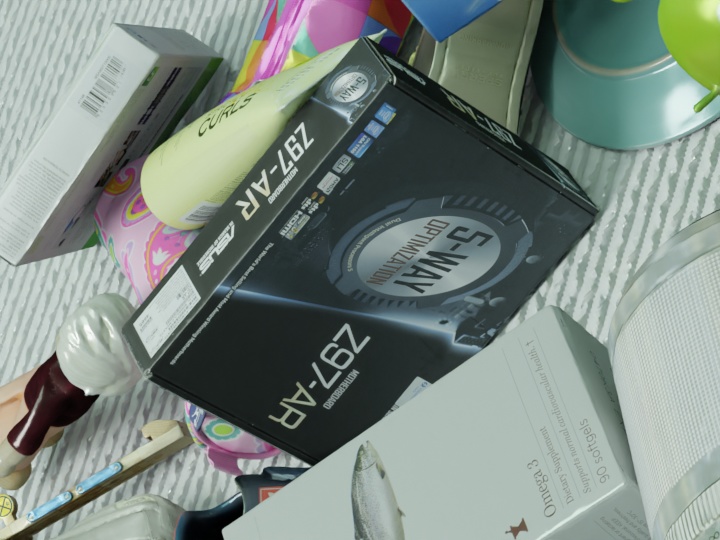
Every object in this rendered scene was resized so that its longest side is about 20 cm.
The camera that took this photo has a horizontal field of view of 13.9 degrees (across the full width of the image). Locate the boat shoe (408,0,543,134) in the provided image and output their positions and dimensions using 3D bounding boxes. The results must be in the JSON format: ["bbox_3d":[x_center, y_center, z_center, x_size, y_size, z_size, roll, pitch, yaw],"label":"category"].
[{"bbox_3d":[0.052,-0.086,1.572,0.060,0.071,0.201,-70,-5,-87],"label":"boat shoe"}]

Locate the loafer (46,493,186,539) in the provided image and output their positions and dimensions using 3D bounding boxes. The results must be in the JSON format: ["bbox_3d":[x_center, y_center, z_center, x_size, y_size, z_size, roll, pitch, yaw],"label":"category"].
[{"bbox_3d":[-0.172,0.189,1.643,0.199,0.070,0.070,-30,40,32],"label":"loafer"}]

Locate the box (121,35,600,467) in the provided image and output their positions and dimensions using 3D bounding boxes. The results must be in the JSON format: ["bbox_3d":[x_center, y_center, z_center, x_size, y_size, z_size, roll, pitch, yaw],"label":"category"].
[{"bbox_3d":[0.000,0.000,1.499,0.200,0.160,0.044,-49,39,13],"label":"box"}]

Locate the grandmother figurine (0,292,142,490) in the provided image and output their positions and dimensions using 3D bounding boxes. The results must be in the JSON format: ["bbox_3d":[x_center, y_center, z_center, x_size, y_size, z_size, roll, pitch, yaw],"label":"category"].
[{"bbox_3d":[-0.170,0.066,1.656,0.200,0.060,0.122,-44,16,57],"label":"grandmother figurine"}]

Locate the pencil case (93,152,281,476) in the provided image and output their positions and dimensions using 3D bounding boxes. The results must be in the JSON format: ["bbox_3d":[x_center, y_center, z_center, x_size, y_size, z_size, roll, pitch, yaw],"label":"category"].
[{"bbox_3d":[-0.086,0.020,1.640,0.087,0.087,0.200,-46,43,17],"label":"pencil case"}]

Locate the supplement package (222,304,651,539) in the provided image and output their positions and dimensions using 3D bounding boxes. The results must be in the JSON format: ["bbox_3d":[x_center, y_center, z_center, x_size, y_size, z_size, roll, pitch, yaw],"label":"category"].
[{"bbox_3d":[0.056,0.133,1.373,0.200,0.117,0.117,-35,46,15],"label":"supplement package"}]

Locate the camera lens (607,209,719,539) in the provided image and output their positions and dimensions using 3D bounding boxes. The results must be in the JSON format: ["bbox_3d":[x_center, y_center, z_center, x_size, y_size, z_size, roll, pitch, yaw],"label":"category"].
[{"bbox_3d":[0.196,0.079,1.242,0.160,0.160,0.201,-34,46,29],"label":"camera lens"}]

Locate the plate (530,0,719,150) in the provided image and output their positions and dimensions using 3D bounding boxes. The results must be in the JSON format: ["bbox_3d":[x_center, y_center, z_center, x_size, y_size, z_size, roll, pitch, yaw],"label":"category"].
[{"bbox_3d":[0.158,-0.158,1.529,0.200,0.026,0.201,-25,52,36],"label":"plate"}]

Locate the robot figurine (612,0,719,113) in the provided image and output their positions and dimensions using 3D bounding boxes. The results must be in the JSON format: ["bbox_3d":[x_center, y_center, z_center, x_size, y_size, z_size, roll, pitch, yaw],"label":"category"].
[{"bbox_3d":[0.199,-0.168,1.411,0.174,0.116,0.201,-1,72,10],"label":"robot figurine"}]

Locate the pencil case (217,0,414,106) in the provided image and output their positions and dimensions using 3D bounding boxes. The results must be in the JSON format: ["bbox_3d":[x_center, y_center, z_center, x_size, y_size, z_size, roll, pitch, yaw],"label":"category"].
[{"bbox_3d":[-0.010,-0.150,1.660,0.088,0.088,0.201,15,78,50],"label":"pencil case"}]

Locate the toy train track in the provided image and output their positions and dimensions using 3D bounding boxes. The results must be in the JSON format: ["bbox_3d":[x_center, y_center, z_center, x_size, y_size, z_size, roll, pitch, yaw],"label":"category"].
[{"bbox_3d":[-0.187,0.131,1.676,0.199,0.115,0.033,-30,74,9],"label":"toy train track"}]

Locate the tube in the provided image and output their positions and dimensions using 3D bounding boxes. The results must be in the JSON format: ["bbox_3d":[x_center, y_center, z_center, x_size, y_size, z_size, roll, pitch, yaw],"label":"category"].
[{"bbox_3d":[-0.055,-0.074,1.543,0.200,0.052,0.058,-31,48,59],"label":"tube"}]

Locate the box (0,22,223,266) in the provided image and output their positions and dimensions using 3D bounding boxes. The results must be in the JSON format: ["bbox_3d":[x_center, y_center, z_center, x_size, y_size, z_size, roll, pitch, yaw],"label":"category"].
[{"bbox_3d":[-0.148,-0.074,1.703,0.145,0.036,0.200,-55,-5,7],"label":"box"}]

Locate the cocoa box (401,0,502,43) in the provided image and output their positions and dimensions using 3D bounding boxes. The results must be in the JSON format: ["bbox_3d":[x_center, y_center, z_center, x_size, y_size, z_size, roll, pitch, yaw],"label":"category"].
[{"bbox_3d":[0.039,-0.243,1.509,0.131,0.133,0.201,-33,37,14],"label":"cocoa box"}]

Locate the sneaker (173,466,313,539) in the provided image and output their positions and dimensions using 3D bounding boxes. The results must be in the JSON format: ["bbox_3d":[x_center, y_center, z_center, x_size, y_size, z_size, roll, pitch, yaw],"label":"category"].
[{"bbox_3d":[-0.014,0.125,1.498,0.199,0.084,0.075,-26,50,34],"label":"sneaker"}]
